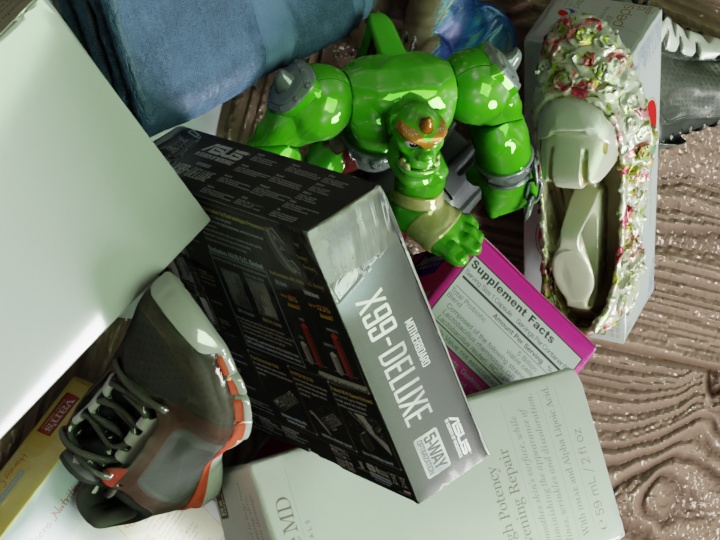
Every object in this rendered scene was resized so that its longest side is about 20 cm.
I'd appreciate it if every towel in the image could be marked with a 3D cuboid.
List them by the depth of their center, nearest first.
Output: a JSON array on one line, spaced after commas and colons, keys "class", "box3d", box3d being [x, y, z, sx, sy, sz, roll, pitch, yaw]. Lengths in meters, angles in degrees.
[{"class": "towel", "box3d": [-0.074, -0.149, 1.529, 0.200, 0.048, 0.112, -33, 114, -43]}]

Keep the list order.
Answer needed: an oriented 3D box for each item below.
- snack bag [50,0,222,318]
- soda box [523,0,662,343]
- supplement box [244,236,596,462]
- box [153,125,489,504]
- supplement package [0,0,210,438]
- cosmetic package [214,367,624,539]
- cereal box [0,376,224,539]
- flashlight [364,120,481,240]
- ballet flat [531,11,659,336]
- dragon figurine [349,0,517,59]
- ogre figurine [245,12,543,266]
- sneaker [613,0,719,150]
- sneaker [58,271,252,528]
[{"class": "snack bag", "box3d": [-0.147, -0.061, 1.525, 0.199, 0.021, 0.189, 8, 97, -45]}, {"class": "soda box", "box3d": [0.137, -0.060, 1.728, 0.064, 0.068, 0.201, -54, 149, -51]}, {"class": "supplement box", "box3d": [0.026, 0.089, 1.659, 0.103, 0.101, 0.200, 45, 69, -11]}, {"class": "box", "box3d": [-0.033, 0.019, 1.468, 0.050, 0.200, 0.158, -33, 116, -23]}, {"class": "supplement package", "box3d": [-0.203, -0.019, 1.402, 0.200, 0.111, 0.156, -46, 124, -16]}, {"class": "cosmetic package", "box3d": [0.030, 0.126, 1.562, 0.199, 0.074, 0.102, -17, 88, -25]}, {"class": "cereal box", "box3d": [-0.136, 0.172, 1.596, 0.144, 0.039, 0.200, -53, 132, -17]}, {"class": "flashlight", "box3d": [0.000, 0.000, 1.652, 0.200, 0.068, 0.068, -46, 129, -22]}, {"class": "ballet flat", "box3d": [0.130, -0.046, 1.658, 0.064, 0.075, 0.201, -53, 142, -50]}, {"class": "dragon figurine", "box3d": [0.050, -0.131, 1.663, 0.099, 0.059, 0.201, 25, 84, -44]}, {"class": "ogre figurine", "box3d": [0.010, -0.067, 1.580, 0.199, 0.098, 0.120, 6, 131, -6]}, {"class": "sneaker", "box3d": [0.192, -0.109, 1.806, 0.200, 0.066, 0.091, 18, 93, -41]}, {"class": "sneaker", "box3d": [-0.109, 0.079, 1.467, 0.082, 0.077, 0.200, -26, 153, -22]}]
